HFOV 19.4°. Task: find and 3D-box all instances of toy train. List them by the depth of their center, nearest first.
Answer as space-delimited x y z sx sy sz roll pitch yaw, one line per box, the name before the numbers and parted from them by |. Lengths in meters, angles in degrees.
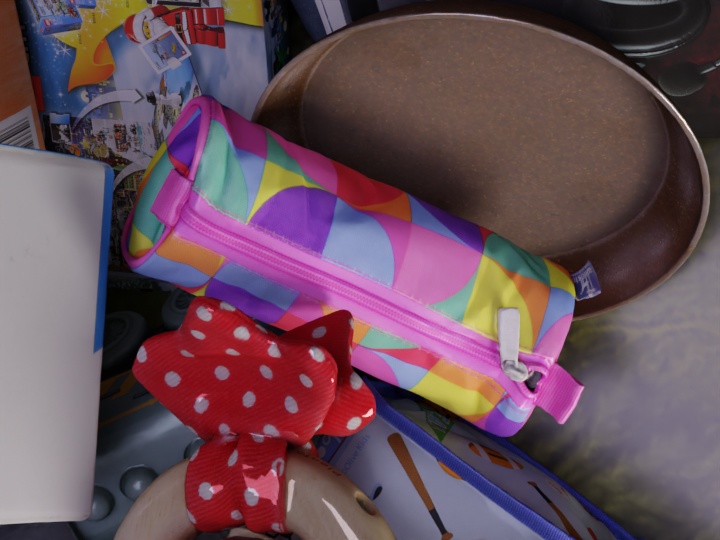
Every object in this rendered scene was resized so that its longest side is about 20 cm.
toy train | -0.103 0.072 0.938 0.199 0.114 0.086 -22 118 5

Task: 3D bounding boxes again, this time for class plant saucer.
plant saucer | 0.052 -0.049 0.908 0.199 0.201 0.035 0 50 14

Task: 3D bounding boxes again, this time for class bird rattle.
bird rattle | -0.035 0.117 0.814 0.163 0.113 0.200 -43 85 13

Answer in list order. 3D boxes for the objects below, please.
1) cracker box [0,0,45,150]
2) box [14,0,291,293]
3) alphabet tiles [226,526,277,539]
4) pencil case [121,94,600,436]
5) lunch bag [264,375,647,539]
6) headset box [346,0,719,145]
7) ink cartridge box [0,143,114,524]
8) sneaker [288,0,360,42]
cracker box | -0.238 -0.100 0.966 0.199 0.058 0.135 13 123 35
box | -0.100 -0.085 0.955 0.136 0.038 0.201 6 121 15
alphabet tiles | -0.013 0.228 0.856 0.166 0.008 0.201 22 86 0
pencil case | 0.000 0.000 0.890 0.199 0.088 0.089 24 99 -15
lunch bag | 0.049 0.170 0.930 0.200 0.124 0.171 35 100 19
headset box | 0.088 -0.131 0.890 0.199 0.075 0.149 0 137 14
ink cartridge box | -0.201 0.023 0.868 0.199 0.084 0.147 2 88 43
sneaker | -0.076 -0.172 0.973 0.145 0.077 0.203 -19 96 23
